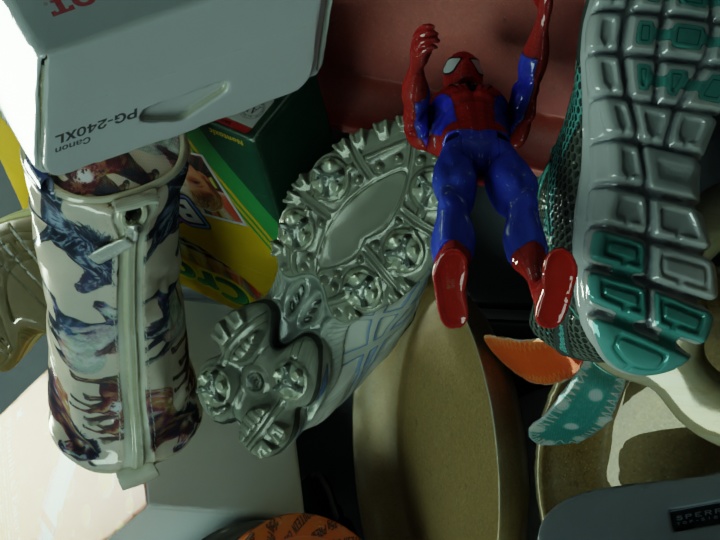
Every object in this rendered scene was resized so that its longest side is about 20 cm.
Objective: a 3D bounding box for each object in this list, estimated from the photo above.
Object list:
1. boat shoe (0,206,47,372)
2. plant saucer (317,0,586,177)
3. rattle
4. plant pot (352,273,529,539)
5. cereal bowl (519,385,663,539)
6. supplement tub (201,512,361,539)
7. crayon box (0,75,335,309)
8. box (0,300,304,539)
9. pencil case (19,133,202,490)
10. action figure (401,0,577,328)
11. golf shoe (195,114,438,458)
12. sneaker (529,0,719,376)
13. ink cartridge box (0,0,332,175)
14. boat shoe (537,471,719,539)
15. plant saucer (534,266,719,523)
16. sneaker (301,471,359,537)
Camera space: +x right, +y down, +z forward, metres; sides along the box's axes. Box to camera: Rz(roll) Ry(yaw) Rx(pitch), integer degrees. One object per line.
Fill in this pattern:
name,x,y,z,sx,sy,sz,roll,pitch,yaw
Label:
boat shoe,-0.165,-0.001,1.228,0.073,0.063,0.201,48,150,-2
plant saucer,0.025,-0.150,1.041,0.199,0.037,0.201,15,130,30
rattle,0.139,0.036,0.973,0.199,0.143,0.131,-8,112,15
plant pot,0.041,0.097,1.146,0.200,0.027,0.201,178,90,-70
cereal bowl,0.124,0.162,1.162,0.199,0.083,0.201,22,132,26
supplement tub,-0.069,0.209,1.203,0.123,0.123,0.200,47,139,-1
crayon box,-0.104,-0.064,1.154,0.199,0.058,0.173,24,151,25
box,-0.127,0.114,1.275,0.200,0.097,0.125,-40,50,47
pencil case,-0.117,0.011,1.088,0.077,0.090,0.201,-4,133,-6
action figure,0.052,-0.065,0.940,0.065,0.200,0.099,2,116,-5
golf shoe,0.000,0.000,1.100,0.078,0.097,0.200,48,119,17
sneaker,0.106,-0.053,0.964,0.077,0.201,0.091,16,166,-22
ink cartridge box,-0.120,-0.159,1.013,0.200,0.145,0.084,56,154,26
boat shoe,0.181,0.131,1.007,0.199,0.071,0.070,-9,130,7
plant saucer,0.181,0.095,1.053,0.199,0.035,0.201,3,98,19
sneaker,0.003,0.191,1.264,0.202,0.077,0.147,4,124,53
